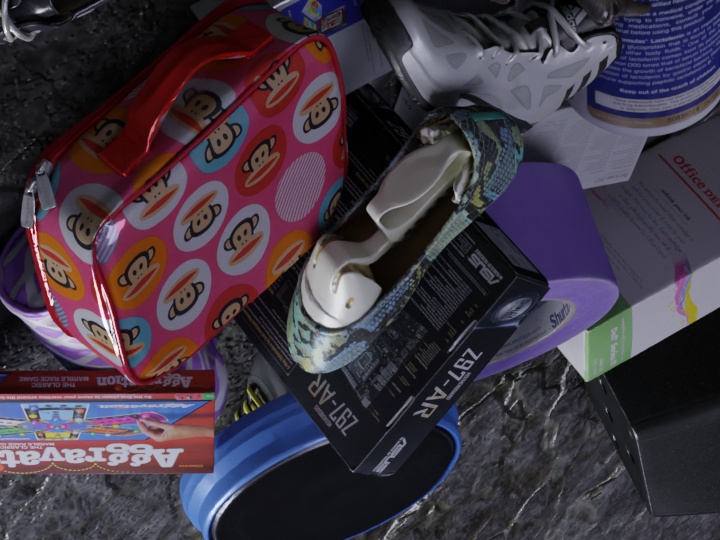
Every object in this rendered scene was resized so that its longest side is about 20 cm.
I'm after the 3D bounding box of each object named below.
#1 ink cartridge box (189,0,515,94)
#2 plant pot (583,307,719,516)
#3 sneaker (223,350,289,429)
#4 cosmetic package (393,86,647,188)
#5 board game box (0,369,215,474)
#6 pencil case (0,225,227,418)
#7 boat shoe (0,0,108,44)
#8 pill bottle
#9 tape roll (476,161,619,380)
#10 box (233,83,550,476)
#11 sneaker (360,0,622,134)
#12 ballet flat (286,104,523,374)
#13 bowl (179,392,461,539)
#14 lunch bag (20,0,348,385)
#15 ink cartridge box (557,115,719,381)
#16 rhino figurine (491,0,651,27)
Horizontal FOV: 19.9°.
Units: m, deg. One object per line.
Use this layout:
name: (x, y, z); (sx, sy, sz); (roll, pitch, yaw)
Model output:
ink cartridge box: (-0.002, -0.159, 1.229); (0.199, 0.039, 0.100); (-28, 143, -13)
plant pot: (0.273, 0.077, 1.605); (0.176, 0.200, 0.201); (-23, 143, -3)
sneaker: (-0.064, 0.122, 1.446); (0.084, 0.075, 0.201); (-22, 141, -21)
cosmetic package: (0.107, -0.092, 1.384); (0.198, 0.051, 0.083); (-11, 137, -33)
board game box: (-0.189, 0.095, 1.265); (0.198, 0.020, 0.103); (0, 148, -4)
pencil case: (-0.148, 0.035, 1.274); (0.086, 0.083, 0.200); (-61, 149, -17)
boat shoe: (-0.170, -0.154, 1.067); (0.199, 0.060, 0.074); (-30, 144, -12)
pill bottle: (0.178, -0.190, 1.285); (0.115, 0.116, 0.201); (-27, 143, -15)
tape roll: (0.066, 0.010, 1.366); (0.198, 0.086, 0.200); (-16, 163, -5)
box: (0.000, 0.000, 1.261); (0.161, 0.200, 0.043); (-51, 147, 16)
sneaker: (0.083, -0.143, 1.210); (0.115, 0.076, 0.200); (-35, 156, 16)
ballet flat: (0.011, -0.021, 1.187); (0.074, 0.074, 0.200); (19, 116, -49)
bowl: (-0.023, 0.136, 1.388); (0.199, 0.040, 0.201); (-18, 153, -10)
lunch bag: (-0.092, -0.052, 1.129); (0.200, 0.082, 0.177); (-43, 150, -26)
ink cartridge box: (0.216, -0.019, 1.500); (0.199, 0.117, 0.068); (-28, 144, -14)
rhino figurine: (0.088, -0.202, 1.167); (0.199, 0.088, 0.060); (29, 142, -16)
